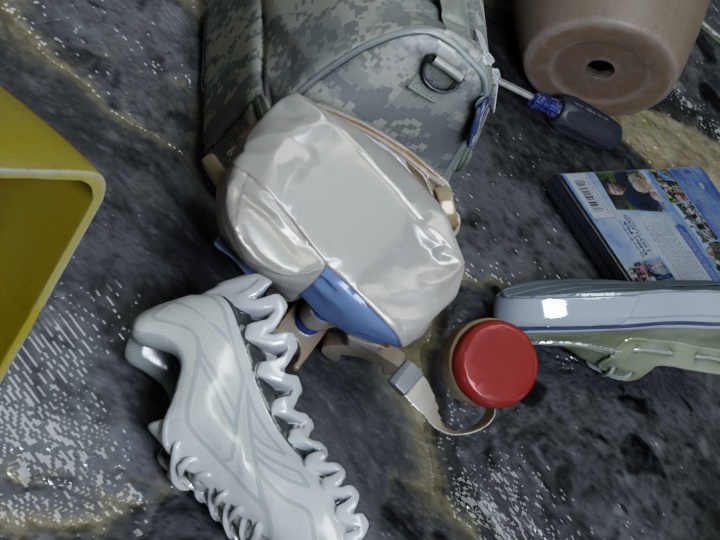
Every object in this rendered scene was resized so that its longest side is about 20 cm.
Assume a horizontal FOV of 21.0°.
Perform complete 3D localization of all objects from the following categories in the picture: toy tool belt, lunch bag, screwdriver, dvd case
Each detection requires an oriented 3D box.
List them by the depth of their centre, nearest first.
[{"bbox_3d":[0.000,0.000,1.045,0.200,0.123,0.125,44,73,-9],"label":"toy tool belt"},{"bbox_3d":[0.003,-0.130,1.147,0.139,0.168,0.200,26,38,-24],"label":"lunch bag"},{"bbox_3d":[0.108,-0.126,1.385,0.200,0.028,0.029,17,70,-32],"label":"screwdriver"},{"bbox_3d":[0.227,-0.013,1.391,0.200,0.018,0.143,-6,58,-50],"label":"dvd case"}]

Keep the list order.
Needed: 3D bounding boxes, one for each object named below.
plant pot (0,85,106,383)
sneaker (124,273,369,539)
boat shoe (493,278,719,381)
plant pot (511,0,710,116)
[{"bbox_3d":[-0.254,-0.020,0.747,0.200,0.200,0.176,0,42,-46],"label":"plant pot"},{"bbox_3d":[-0.055,0.097,0.937,0.081,0.075,0.200,-9,60,-27],"label":"sneaker"},{"bbox_3d":[0.171,0.039,1.233,0.200,0.062,0.072,1,7,-30],"label":"boat shoe"},{"bbox_3d":[0.187,-0.215,1.438,0.200,0.200,0.175,27,54,-24],"label":"plant pot"}]
